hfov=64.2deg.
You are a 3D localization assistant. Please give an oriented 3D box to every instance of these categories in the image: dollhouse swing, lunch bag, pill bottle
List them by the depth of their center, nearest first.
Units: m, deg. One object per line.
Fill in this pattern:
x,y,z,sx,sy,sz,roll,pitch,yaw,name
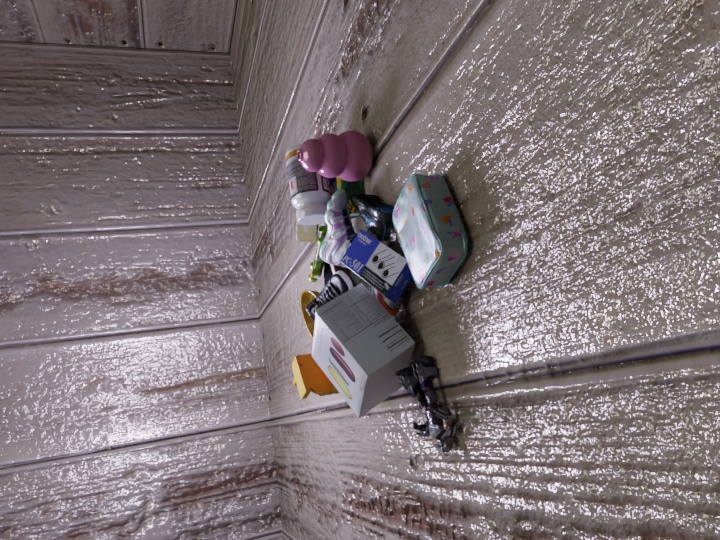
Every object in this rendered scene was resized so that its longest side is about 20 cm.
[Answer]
0.132,-0.077,1.123,0.162,0.075,0.205,111,148,-53,lunch bag
-0.144,-0.238,1.603,0.116,0.113,0.207,144,120,-67,pill bottle
-0.093,0.333,1.668,0.184,0.194,0.180,-116,30,-45,dollhouse swing

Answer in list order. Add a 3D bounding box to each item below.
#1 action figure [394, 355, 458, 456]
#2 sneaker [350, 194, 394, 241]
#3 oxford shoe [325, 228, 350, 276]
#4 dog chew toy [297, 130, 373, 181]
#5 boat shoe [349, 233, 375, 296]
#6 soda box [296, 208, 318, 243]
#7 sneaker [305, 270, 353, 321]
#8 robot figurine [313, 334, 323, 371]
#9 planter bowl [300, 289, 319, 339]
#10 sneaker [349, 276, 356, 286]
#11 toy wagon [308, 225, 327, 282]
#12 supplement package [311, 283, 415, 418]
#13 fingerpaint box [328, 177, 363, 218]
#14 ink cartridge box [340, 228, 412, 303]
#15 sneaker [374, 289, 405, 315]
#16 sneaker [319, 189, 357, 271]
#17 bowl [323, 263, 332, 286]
0.143,0.285,1.184,0.131,0.067,0.204,-57,44,46,action figure
0.022,-0.137,1.426,0.200,0.071,0.085,-132,42,-60,sneaker
-0.064,-0.043,1.602,0.204,0.069,0.074,-96,29,-41,oxford shoe
-0.067,-0.290,1.454,0.124,0.194,0.129,17,109,62,dog chew toy
0.000,0.000,1.534,0.072,0.060,0.207,135,129,-64,boat shoe
-0.162,-0.184,1.768,0.065,0.065,0.204,-87,2,-48,soda box
-0.087,0.082,1.516,0.073,0.111,0.201,46,154,8,sneaker
-0.051,0.204,1.539,0.200,0.143,0.117,46,-174,-37,robot figurine
-0.098,0.139,1.717,0.200,0.082,0.205,42,144,40,planter bowl
-0.036,0.065,1.647,0.089,0.065,0.208,176,96,-68,sneaker
-0.134,-0.039,1.849,0.203,0.038,0.158,-90,14,-55,toy wagon
0.000,0.186,1.336,0.200,0.145,0.194,46,148,28,supplement package
-0.057,-0.231,1.632,0.199,0.071,0.173,172,94,-70,fingerpaint box
0.038,-0.014,1.325,0.095,0.044,0.199,-56,41,2,ink cartridge box
0.063,0.008,1.375,0.082,0.075,0.203,-52,47,33,sneaker
-0.024,-0.096,1.466,0.137,0.077,0.205,23,123,22,sneaker
-0.073,0.034,1.785,0.200,0.038,0.208,176,90,-70,bowl
